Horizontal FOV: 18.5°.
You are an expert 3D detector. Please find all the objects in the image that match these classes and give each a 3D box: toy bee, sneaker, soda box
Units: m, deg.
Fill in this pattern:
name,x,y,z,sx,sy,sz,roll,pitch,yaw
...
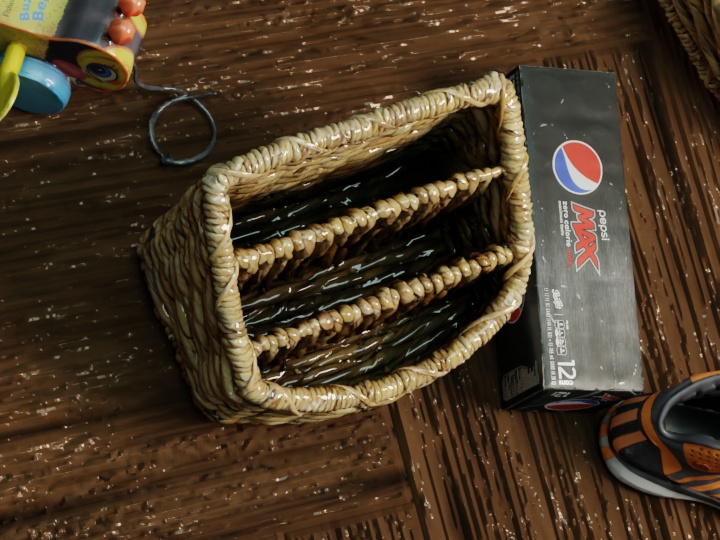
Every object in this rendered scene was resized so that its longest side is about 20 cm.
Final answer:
name,x,y,z,sx,sy,sz,roll,pitch,yaw
toy bee,-0.162,-0.139,1.222,0.199,0.109,0.132,2,73,-21
sneaker,0.250,0.112,1.312,0.199,0.112,0.078,10,72,-19
soda box,0.119,-0.018,1.324,0.070,0.063,0.201,3,75,-22

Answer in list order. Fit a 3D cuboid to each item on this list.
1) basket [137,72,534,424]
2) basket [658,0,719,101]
name,x,y,z,sx,sy,sz,roll,pitch,yaw
basket,0.000,0.000,1.216,0.199,0.149,0.144,-18,82,-26
basket,0.301,-0.181,1.425,0.200,0.143,0.149,-41,52,-20
